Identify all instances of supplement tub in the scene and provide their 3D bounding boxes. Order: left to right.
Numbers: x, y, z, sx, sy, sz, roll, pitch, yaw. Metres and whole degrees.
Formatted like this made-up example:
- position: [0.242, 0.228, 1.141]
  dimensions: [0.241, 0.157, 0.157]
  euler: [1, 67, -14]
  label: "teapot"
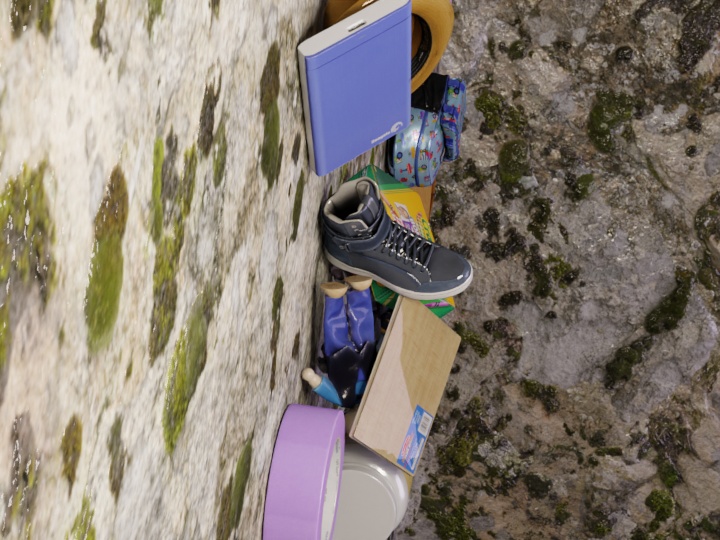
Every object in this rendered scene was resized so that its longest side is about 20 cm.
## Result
- position: [0.002, 0.292, 1.776]
  dimensions: [0.200, 0.143, 0.148]
  euler: [-64, 160, -71]
  label: "supplement tub"

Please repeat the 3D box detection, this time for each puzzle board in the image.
- position: [0.059, 0.147, 1.636]
  dimensions: [0.150, 0.017, 0.203]
  euler: [40, 65, -46]
  label: "puzzle board"

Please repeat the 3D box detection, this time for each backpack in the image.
- position: [0.118, -0.248, 2.344]
  dimensions: [0.183, 0.132, 0.203]
  euler: [81, 19, -65]
  label: "backpack"

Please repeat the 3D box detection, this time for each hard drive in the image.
- position: [-0.003, -0.198, 1.366]
  dimensions: [0.025, 0.131, 0.201]
  euler: [50, -18, 27]
  label: "hard drive"

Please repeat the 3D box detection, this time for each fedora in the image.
- position: [0.012, -0.261, 1.411]
  dimensions: [0.082, 0.199, 0.202]
  euler: [53, -17, 27]
  label: "fedora"

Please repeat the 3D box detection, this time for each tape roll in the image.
- position: [-0.065, 0.263, 1.499]
  dimensions: [0.200, 0.064, 0.204]
  euler: [7, 90, -85]
  label: "tape roll"

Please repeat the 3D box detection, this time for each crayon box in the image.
- position: [0.052, -0.034, 1.725]
  dimensions: [0.118, 0.058, 0.202]
  euler: [28, 37, -47]
  label: "crayon box"

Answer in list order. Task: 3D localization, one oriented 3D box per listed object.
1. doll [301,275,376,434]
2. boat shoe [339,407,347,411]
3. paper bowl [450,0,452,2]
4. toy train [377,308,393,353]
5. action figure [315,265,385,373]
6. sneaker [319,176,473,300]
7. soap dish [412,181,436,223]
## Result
- position: [-0.015, 0.114, 1.596]
  dimensions: [0.048, 0.135, 0.203]
  euler: [11, -69, 53]
  label: "doll"
- position: [-0.023, 0.315, 1.965]
  dimensions: [0.072, 0.059, 0.205]
  euler: [5, 91, -84]
  label: "boat shoe"
- position: [0.095, -0.471, 1.997]
  dimensions: [0.201, 0.103, 0.204]
  euler: [8, 90, -84]
  label: "paper bowl"
- position: [0.027, 0.106, 1.910]
  dimensions: [0.115, 0.085, 0.200]
  euler: [-62, -167, -26]
  label: "toy train"
- position: [0.002, 0.093, 1.692]
  dimensions: [0.070, 0.128, 0.203]
  euler: [74, 9, -62]
  label: "action figure"
- position: [0.043, -0.039, 1.561]
  dimensions: [0.147, 0.199, 0.078]
  euler: [84, 24, -59]
  label: "sneaker"
- position: [0.118, -0.180, 2.641]
  dimensions: [0.201, 0.080, 0.160]
  euler: [-74, 169, -61]
  label: "soap dish"
